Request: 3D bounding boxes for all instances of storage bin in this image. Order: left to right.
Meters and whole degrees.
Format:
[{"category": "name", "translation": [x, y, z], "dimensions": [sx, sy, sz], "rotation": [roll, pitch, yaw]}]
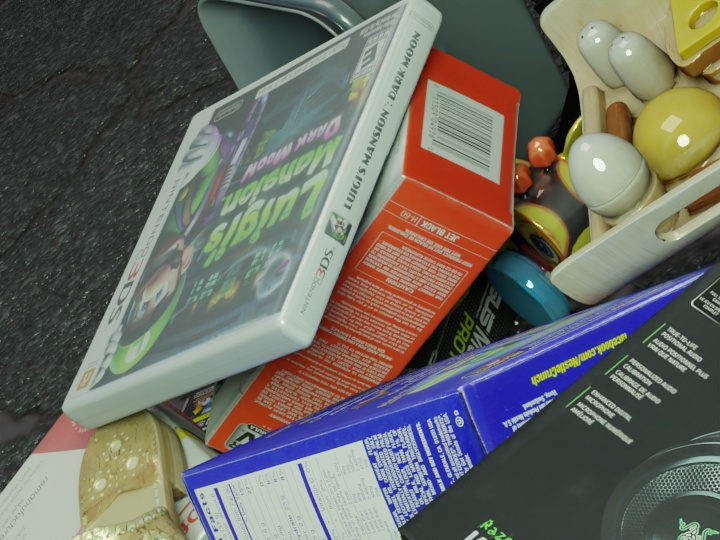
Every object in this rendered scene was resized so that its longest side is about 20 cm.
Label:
[{"category": "storage bin", "translation": [0.031, -0.112, 1.396], "dimensions": [0.145, 0.200, 0.134], "rotation": [15, 56, 46]}]

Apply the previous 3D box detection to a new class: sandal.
[{"category": "sandal", "translation": [-0.110, 0.131, 1.141], "dimensions": [0.078, 0.070, 0.212], "rotation": [-38, 38, 16]}]

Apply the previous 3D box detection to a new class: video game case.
[{"category": "video game case", "translation": [-0.053, -0.024, 1.188], "dimensions": [0.200, 0.023, 0.183], "rotation": [-22, 40, 53]}]

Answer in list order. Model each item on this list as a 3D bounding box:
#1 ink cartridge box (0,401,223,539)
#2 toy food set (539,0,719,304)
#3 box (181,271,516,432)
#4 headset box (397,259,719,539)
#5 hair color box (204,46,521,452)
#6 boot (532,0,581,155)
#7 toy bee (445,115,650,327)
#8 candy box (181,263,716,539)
[{"category": "ink cartridge box", "translation": [-0.098, 0.139, 1.237], "dimensions": [0.117, 0.067, 0.200], "rotation": [-53, 37, -2]}, {"category": "toy food set", "translation": [0.138, -0.088, 1.099], "dimensions": [0.143, 0.060, 0.201], "rotation": [-34, 31, 26]}, {"category": "box", "translation": [-0.021, 0.078, 1.336], "dimensions": [0.199, 0.044, 0.161], "rotation": [-25, 27, 32]}, {"category": "headset box", "translation": [0.148, 0.098, 0.887], "dimensions": [0.200, 0.093, 0.174], "rotation": [-38, 43, -14]}, {"category": "hair color box", "translation": [0.000, 0.000, 1.207], "dimensions": [0.200, 0.061, 0.102], "rotation": [-52, 20, 39]}, {"category": "boot", "translation": [0.114, -0.117, 1.342], "dimensions": [0.079, 0.158, 0.211], "rotation": [-10, 36, 50]}, {"category": "toy bee", "translation": [0.092, -0.030, 1.222], "dimensions": [0.199, 0.109, 0.131], "rotation": [1, 49, 41]}, {"category": "candy box", "translation": [0.050, 0.074, 1.079], "dimensions": [0.169, 0.077, 0.200], "rotation": [-22, 1, -39]}]
